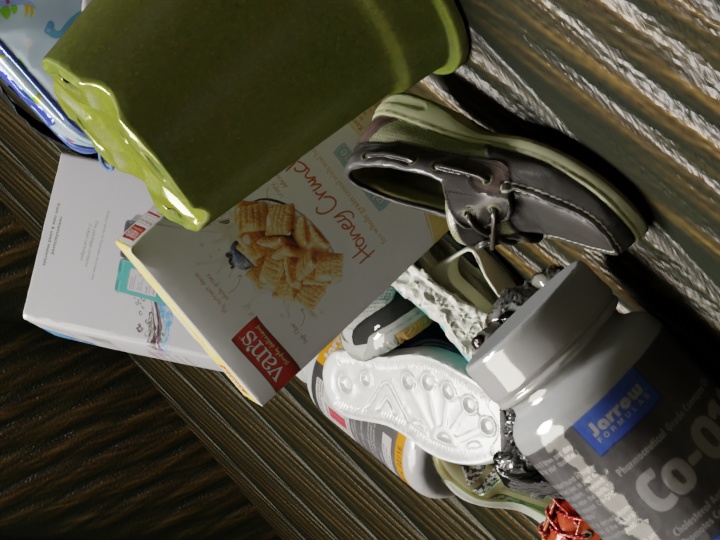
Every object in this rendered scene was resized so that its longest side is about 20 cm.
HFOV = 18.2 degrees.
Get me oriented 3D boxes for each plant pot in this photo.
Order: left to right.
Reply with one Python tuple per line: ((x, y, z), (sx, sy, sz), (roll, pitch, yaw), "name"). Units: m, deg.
((-0.073, -0.130, 1.270), (0.200, 0.184, 0.200), (44, 169, 11), "plant pot")

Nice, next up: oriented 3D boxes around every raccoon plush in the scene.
((0.155, 0.082, 1.491), (0.096, 0.135, 0.199), (-20, 150, 40), "raccoon plush")

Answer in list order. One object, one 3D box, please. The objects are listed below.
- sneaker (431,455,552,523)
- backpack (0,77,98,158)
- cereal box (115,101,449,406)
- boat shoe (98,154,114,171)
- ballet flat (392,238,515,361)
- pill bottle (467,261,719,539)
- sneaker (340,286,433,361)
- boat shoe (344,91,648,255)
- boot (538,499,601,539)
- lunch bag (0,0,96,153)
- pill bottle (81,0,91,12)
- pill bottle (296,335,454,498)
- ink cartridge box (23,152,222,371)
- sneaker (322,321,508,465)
((0.147, 0.156, 1.733), (0.199, 0.077, 0.089), (27, 154, -21), "sneaker")
((-0.252, -0.190, 1.884), (0.200, 0.126, 0.167), (49, 180, -20), "backpack")
((-0.040, -0.031, 1.454), (0.144, 0.200, 0.039), (50, 168, -22), "cereal box")
((-0.179, -0.110, 1.813), (0.200, 0.068, 0.085), (24, -134, -43), "boat shoe")
((0.056, -0.006, 1.571), (0.200, 0.072, 0.072), (42, 168, 8), "ballet flat")
((0.164, 0.098, 1.336), (0.200, 0.114, 0.114), (46, 169, -2), "pill bottle")
((0.000, 0.000, 1.658), (0.088, 0.075, 0.200), (61, 180, -19), "sneaker")
((0.074, -0.042, 1.290), (0.200, 0.066, 0.072), (26, 163, 38), "boat shoe")
((0.167, 0.159, 1.604), (0.075, 0.107, 0.200), (38, 165, 42), "boot")
((-0.203, -0.193, 1.591), (0.200, 0.161, 0.082), (47, 169, -7), "lunch bag")
((-0.088, -0.130, 1.511), (0.200, 0.114, 0.114), (53, 167, -31), "pill bottle")
((0.027, 0.092, 1.859), (0.200, 0.116, 0.117), (37, 165, 40), "pill bottle")
((-0.164, 0.000, 1.916), (0.199, 0.147, 0.147), (12, 174, 4), "ink cartridge box")
((0.084, 0.081, 1.663), (0.199, 0.146, 0.081), (13, 110, 46), "sneaker")
